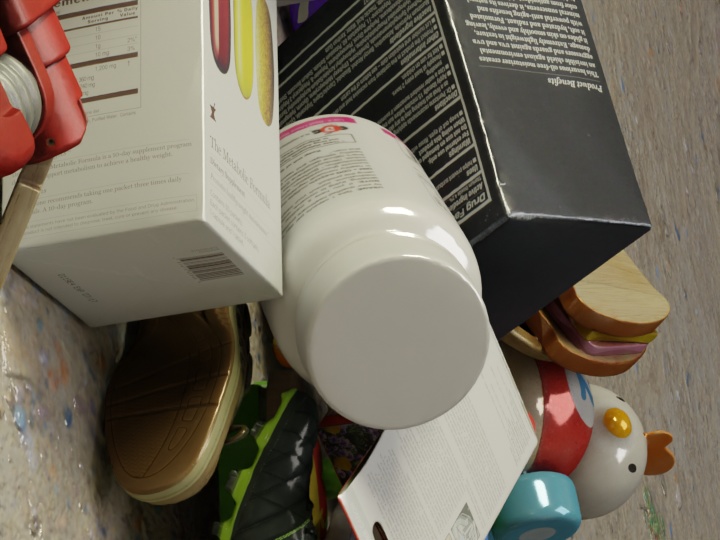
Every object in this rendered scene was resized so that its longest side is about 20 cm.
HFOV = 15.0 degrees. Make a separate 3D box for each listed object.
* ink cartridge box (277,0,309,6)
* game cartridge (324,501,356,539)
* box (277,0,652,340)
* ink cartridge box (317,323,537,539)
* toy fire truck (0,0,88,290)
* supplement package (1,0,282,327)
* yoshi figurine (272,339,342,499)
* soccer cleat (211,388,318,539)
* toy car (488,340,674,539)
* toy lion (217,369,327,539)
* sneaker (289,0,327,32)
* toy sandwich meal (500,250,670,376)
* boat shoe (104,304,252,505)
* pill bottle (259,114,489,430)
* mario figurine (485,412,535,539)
[{"bbox_3d":[-0.024,-0.231,1.667,0.200,0.145,0.085,21,62,-71],"label":"ink cartridge box"},{"bbox_3d":[-0.007,0.213,1.595,0.200,0.038,0.130,-68,164,-81],"label":"game cartridge"},{"bbox_3d":[0.047,-0.068,1.626,0.123,0.200,0.199,5,61,-37],"label":"box"},{"bbox_3d":[0.027,0.107,1.471,0.200,0.050,0.109,-54,128,-50],"label":"ink cartridge box"},{"bbox_3d":[-0.173,-0.059,1.170,0.201,0.128,0.176,66,20,-14],"label":"toy fire truck"},{"bbox_3d":[-0.109,-0.089,1.376,0.114,0.109,0.201,46,38,-63],"label":"supplement package"},{"bbox_3d":[0.004,0.106,1.738,0.201,0.112,0.112,60,-17,-20],"label":"yoshi figurine"},{"bbox_3d":[-0.043,0.163,1.412,0.068,0.081,0.201,49,57,-90],"label":"soccer cleat"},{"bbox_3d":[0.140,0.115,1.876,0.199,0.177,0.185,5,61,-29],"label":"toy car"},{"bbox_3d":[-0.050,0.152,1.558,0.192,0.068,0.201,64,23,-64],"label":"toy lion"},{"bbox_3d":[-0.001,-0.106,1.818,0.100,0.069,0.201,-73,150,-51],"label":"sneaker"},{"bbox_3d":[0.114,-0.020,1.782,0.205,0.070,0.206,37,30,-26],"label":"toy sandwich meal"},{"bbox_3d":[-0.086,0.054,1.445,0.201,0.073,0.063,-82,154,-46],"label":"boat shoe"},{"bbox_3d":[0.000,0.000,1.441,0.200,0.113,0.114,-118,-169,-66],"label":"pill bottle"},{"bbox_3d":[0.037,0.148,1.619,0.106,0.123,0.201,19,67,-36],"label":"mario figurine"}]
